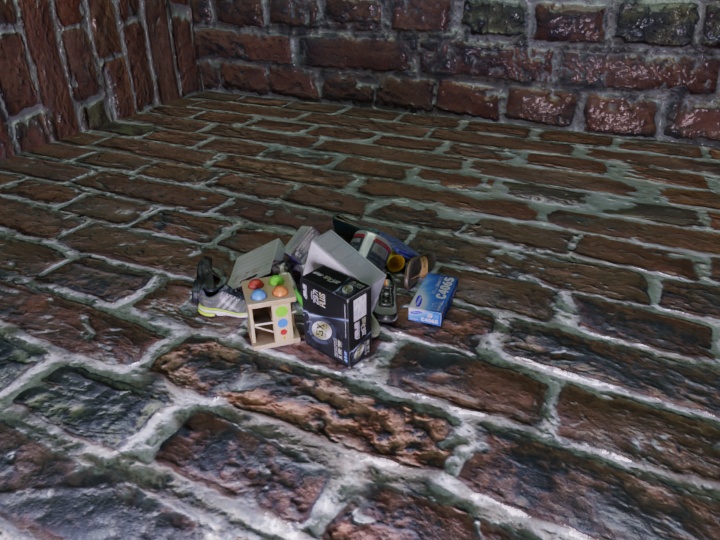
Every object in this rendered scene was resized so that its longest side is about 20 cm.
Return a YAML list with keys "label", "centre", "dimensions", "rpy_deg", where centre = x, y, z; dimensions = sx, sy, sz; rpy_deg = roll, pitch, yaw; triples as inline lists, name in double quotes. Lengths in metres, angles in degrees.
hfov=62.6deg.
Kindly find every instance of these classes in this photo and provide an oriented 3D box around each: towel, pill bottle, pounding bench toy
- label: "towel"
  centre: [-0.013, -0.106, 1.775]
  dimensions: [0.146, 0.200, 0.022]
  rpy_deg: [23, 76, 7]
- label: "pill bottle"
  centre: [0.000, 0.000, 1.673]
  dimensions: [0.119, 0.120, 0.201]
  rpy_deg: [16, 71, 27]
- label: "pounding bench toy"
  centre: [-0.199, 0.093, 1.549]
  dimensions: [0.198, 0.157, 0.124]
  rpy_deg: [-9, 30, -15]
- label: "towel"
  centre: [0.117, -0.078, 1.911]
  dimensions: [0.144, 0.024, 0.200]
  rpy_deg: [21, 13, -37]

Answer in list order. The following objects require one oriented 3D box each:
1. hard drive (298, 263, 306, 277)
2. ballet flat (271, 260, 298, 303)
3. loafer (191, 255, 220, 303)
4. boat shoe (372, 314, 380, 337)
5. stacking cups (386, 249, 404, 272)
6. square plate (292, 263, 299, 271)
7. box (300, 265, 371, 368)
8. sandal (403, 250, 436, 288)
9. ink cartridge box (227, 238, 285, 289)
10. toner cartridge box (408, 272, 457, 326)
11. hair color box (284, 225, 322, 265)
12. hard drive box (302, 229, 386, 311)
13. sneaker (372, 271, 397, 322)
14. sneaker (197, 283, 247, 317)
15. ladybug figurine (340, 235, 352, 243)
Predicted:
- label: "hard drive"
  centre: [-0.072, 0.018, 1.711]
  dimensions: [0.199, 0.133, 0.027]
  rpy_deg: [-23, 9, -34]
- label: "ballet flat"
  centre: [-0.230, 0.026, 1.759]
  dimensions: [0.071, 0.073, 0.201]
  rpy_deg: [-9, 31, -14]
- label: "loafer"
  centre: [-0.454, 0.029, 1.768]
  dimensions: [0.072, 0.073, 0.201]
  rpy_deg: [4, 38, -9]
- label: "boat shoe"
  centre: [-0.034, 0.124, 1.590]
  dimensions: [0.199, 0.063, 0.075]
  rpy_deg: [29, 44, 18]
- label: "stacking cups"
  centre: [0.074, -0.062, 1.920]
  dimensions: [0.060, 0.061, 0.200]
  rpy_deg: [-12, 29, -19]
- label: "square plate"
  centre: [-0.089, -0.037, 1.906]
  dimensions: [0.197, 0.029, 0.200]
  rpy_deg: [12, 32, 21]
- label: "box"
  centre: [-0.059, 0.113, 1.466]
  dimensions: [0.163, 0.201, 0.086]
  rpy_deg: [24, 38, 36]
- label: "sandal"
  centre: [0.190, -0.005, 1.795]
  dimensions: [0.054, 0.082, 0.200]
  rpy_deg: [9, 22, 33]
- label: "ink cartridge box"
  centre: [-0.312, -0.003, 1.773]
  dimensions: [0.160, 0.050, 0.201]
  rpy_deg: [-23, 31, 14]
- label: "toner cartridge box"
  centre: [0.208, 0.078, 1.680]
  dimensions: [0.094, 0.043, 0.200]
  rpy_deg: [9, 31, 19]
- label: "hair color box"
  centre: [-0.176, -0.077, 1.823]
  dimensions: [0.110, 0.065, 0.200]
  rpy_deg: [-52, 13, -5]
- label: "hard drive box"
  centre: [-0.047, 0.021, 1.529]
  dimensions: [0.200, 0.156, 0.077]
  rpy_deg: [41, 48, 20]
- label: "sneaker"
  centre: [0.067, 0.077, 1.652]
  dimensions: [0.073, 0.080, 0.201]
  rpy_deg: [2, 31, 1]
- label: "sneaker"
  centre: [-0.359, 0.081, 1.651]
  dimensions: [0.198, 0.082, 0.074]
  rpy_deg: [-2, 30, -3]
- label: "ladybug figurine"
  centre: [-0.084, -0.014, 1.766]
  dimensions: [0.072, 0.136, 0.200]
  rpy_deg: [-8, 38, 55]
